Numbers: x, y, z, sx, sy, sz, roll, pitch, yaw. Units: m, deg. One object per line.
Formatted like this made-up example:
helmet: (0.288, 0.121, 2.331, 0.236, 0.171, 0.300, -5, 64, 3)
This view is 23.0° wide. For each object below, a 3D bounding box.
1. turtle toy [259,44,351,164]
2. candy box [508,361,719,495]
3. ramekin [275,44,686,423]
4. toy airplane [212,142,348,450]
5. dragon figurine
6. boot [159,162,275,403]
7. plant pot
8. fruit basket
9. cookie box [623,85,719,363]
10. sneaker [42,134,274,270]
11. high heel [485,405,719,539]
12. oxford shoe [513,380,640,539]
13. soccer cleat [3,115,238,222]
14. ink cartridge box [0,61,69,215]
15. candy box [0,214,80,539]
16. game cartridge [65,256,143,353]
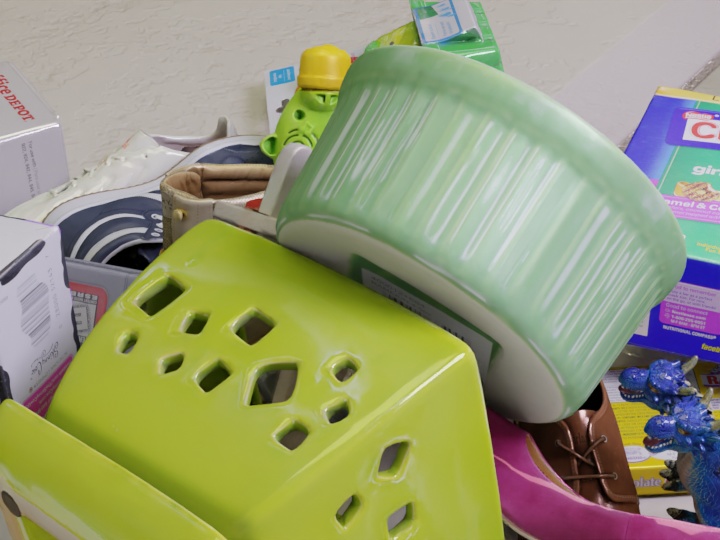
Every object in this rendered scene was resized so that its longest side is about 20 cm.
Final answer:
turtle toy: (0.023, -0.085, 1.293, 0.198, 0.148, 0.101, 3, 5, -13)
candy box: (0.181, 0.094, 1.055, 0.198, 0.027, 0.103, -3, 30, 2)
ramekin: (0.053, -0.011, 0.888, 0.199, 0.200, 0.098, 21, 69, 36)
toy airplane: (0.000, 0.000, 1.049, 0.199, 0.201, 0.141, -25, 12, -14)
dragon figurine: (0.220, 0.103, 0.921, 0.198, 0.100, 0.059, 13, 52, -9)
boot: (-0.123, 0.016, 1.098, 0.198, 0.157, 0.073, -9, 30, -9)
plant pot: (-0.060, 0.124, 0.872, 0.198, 0.201, 0.181, 24, 49, 39)
fruit basket: (0.019, -0.156, 1.444, 0.198, 0.095, 0.186, -8, 30, 0)
cookie box: (0.240, -0.026, 1.096, 0.169, 0.076, 0.200, 12, 35, 17)
sneaker: (-0.121, -0.030, 1.265, 0.198, 0.071, 0.108, -21, 31, -19)
high heel: (0.125, 0.110, 0.879, 0.200, 0.096, 0.067, 47, 9, 22)
oxford shoe: (0.117, 0.118, 0.957, 0.070, 0.072, 0.201, -8, 47, -4)
soccer cleat: (-0.180, -0.064, 1.323, 0.198, 0.078, 0.069, -16, 32, -18)
ink cartridge box: (-0.338, -0.079, 1.363, 0.198, 0.085, 0.145, -18, 33, -21)
candy box: (-0.238, 0.064, 0.986, 0.166, 0.202, 0.072, 10, 34, 24)
game cartridge: (-0.188, 0.058, 1.062, 0.198, 0.135, 0.041, 9, 7, 25)
